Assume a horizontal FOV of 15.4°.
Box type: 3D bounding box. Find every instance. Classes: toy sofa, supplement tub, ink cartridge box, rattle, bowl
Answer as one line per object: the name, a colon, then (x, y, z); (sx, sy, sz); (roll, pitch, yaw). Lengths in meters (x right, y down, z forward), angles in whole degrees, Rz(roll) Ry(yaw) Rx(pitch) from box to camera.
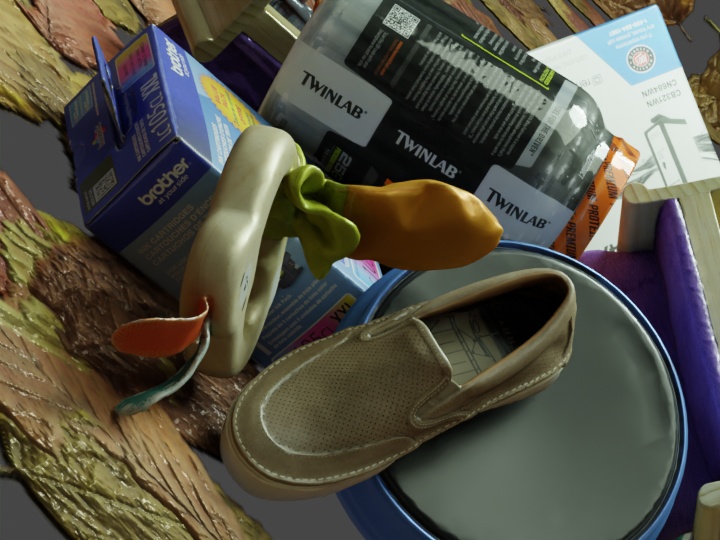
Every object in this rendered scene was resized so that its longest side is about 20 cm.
toy sofa: (0.182, 0.054, 1.502); (0.083, 0.097, 0.200); (85, -5, -65)
toy sofa: (-0.033, -0.105, 1.654); (0.200, 0.098, 0.083); (40, 14, -31)
supplement tub: (0.052, -0.080, 1.529); (0.200, 0.123, 0.123); (32, 15, 1)
ink cartridge box: (-0.083, -0.041, 1.431); (0.200, 0.076, 0.136); (38, 17, -29)
ink cartridge box: (0.158, -0.053, 1.747); (0.084, 0.146, 0.200); (-22, -89, 61)
rattle: (-0.026, 0.017, 1.268); (0.143, 0.130, 0.200); (29, 19, -2)
bowl: (0.077, 0.075, 1.378); (0.201, 0.201, 0.039); (50, -29, 7)

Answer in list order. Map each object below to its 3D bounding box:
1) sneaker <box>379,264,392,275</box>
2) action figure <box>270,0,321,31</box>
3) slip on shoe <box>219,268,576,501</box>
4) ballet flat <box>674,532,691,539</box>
sneaker: (0.000, 0.000, 1.571); (0.079, 0.074, 0.200); (41, 15, -45)
action figure: (-0.004, -0.183, 1.976); (0.200, 0.105, 0.193); (45, 5, -18)
slip on shoe: (0.023, 0.051, 1.306); (0.200, 0.061, 0.076); (-17, 64, -26)
ballet flat: (0.151, 0.109, 1.593); (0.069, 0.069, 0.200); (38, 14, -35)
